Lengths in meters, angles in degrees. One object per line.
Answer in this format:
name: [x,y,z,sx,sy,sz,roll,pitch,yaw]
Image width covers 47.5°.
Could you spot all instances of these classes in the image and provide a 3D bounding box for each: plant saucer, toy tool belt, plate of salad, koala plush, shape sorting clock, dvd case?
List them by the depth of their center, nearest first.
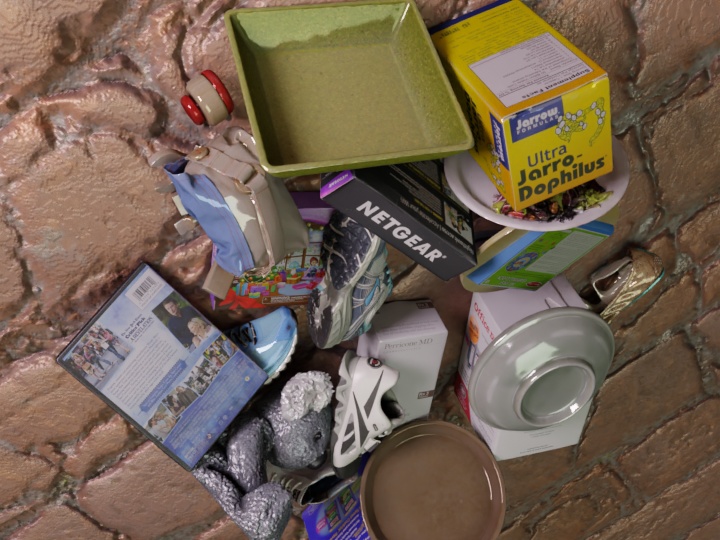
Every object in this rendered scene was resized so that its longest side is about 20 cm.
plant saucer: [-0.017,-0.166,0.773,0.196,0.203,0.048,-9,149,-15]
toy tool belt: [-0.144,-0.077,0.802,0.122,0.125,0.202,-36,119,-12]
plate of salad: [0.188,-0.122,0.873,0.197,0.202,0.048,-16,140,-9]
dvd case: [-0.220,0.110,0.925,0.200,0.018,0.143,45,78,-16]
shape sorting clock: [0.206,-0.029,0.950,0.197,0.040,0.201,-21,155,-10]
plant saucer: [0.231,0.137,1.004,0.197,0.050,0.203,-11,129,-13]
koala plush: [-0.112,0.212,1.031,0.200,0.184,0.178,-43,168,-17]
plant saucer: [0.097,0.305,1.101,0.197,0.203,0.030,-21,161,-4]

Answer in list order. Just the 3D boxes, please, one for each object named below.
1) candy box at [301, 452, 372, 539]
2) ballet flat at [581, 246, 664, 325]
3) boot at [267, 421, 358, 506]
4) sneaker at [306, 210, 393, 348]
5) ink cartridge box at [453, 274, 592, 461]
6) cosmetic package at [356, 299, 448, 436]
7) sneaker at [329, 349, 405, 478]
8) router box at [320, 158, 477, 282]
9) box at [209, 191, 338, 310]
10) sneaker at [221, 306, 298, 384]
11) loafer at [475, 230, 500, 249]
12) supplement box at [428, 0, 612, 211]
candy box: [0.009,0.396,1.210,0.076,0.201,0.170,24,116,-35]
ballet flat: [0.345,0.045,1.173,0.065,0.071,0.201,35,108,-9]
boot: [-0.102,0.289,1.150,0.197,0.096,0.074,-23,132,-4]
sneaker: [0.000,0.000,0.939,0.085,0.078,0.202,-7,137,-33]
ink cartridge box: [0.230,0.132,1.128,0.142,0.146,0.203,-7,128,-16]
cosmetic package: [0.047,0.142,1.112,0.100,0.074,0.202,-6,130,-18]
sneaker: [0.010,0.199,1.050,0.087,0.074,0.203,13,126,10]
router box: [0.042,-0.098,0.865,0.051,0.151,0.199,-28,137,33]
box: [-0.073,-0.023,0.953,0.196,0.039,0.139,-3,127,-20]
sneaker: [-0.164,0.103,0.993,0.198,0.079,0.090,-32,128,4]
loafer: [0.219,-0.020,1.059,0.196,0.063,0.073,-9,131,-15]
supplement box: [0.155,-0.173,0.821,0.107,0.201,0.110,-22,132,-3]
